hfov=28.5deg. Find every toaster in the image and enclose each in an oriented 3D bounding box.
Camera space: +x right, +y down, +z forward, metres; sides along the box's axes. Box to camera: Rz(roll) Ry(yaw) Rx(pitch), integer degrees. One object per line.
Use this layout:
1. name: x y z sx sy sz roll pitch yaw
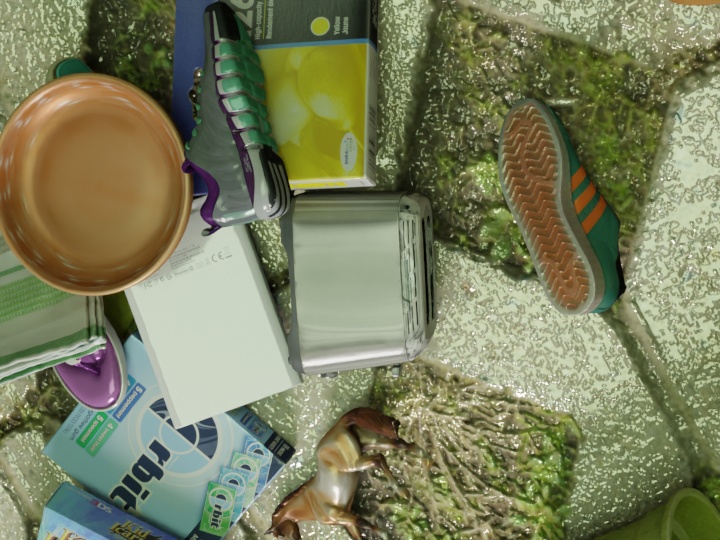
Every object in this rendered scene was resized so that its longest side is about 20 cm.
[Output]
1. toaster: 0.000 0.000 1.304 0.129 0.114 0.201 -2 96 10

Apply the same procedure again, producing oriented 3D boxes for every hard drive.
1. hard drive: -0.151 0.036 1.366 0.132 0.025 0.201 -20 92 4

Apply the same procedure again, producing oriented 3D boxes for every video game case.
1. video game case: -0.243 0.331 1.451 0.200 0.045 0.182 26 126 6

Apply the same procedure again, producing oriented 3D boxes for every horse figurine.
1. horse figurine: -0.008 0.206 1.383 0.132 0.050 0.201 29 118 23

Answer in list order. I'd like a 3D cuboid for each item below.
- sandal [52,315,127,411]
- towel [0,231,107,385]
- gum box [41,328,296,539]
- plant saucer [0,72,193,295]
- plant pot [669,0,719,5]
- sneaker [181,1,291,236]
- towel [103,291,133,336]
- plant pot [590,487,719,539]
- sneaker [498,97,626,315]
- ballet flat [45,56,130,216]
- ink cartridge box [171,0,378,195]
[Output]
1. sandal: -0.295 0.048 1.391 0.082 0.050 0.203 -29 81 26
2. towel: -0.321 -0.001 1.371 0.149 0.031 0.201 -19 70 20
3. gum box: -0.194 0.182 1.430 0.200 0.045 0.170 40 109 0
4. plant saucer: -0.241 -0.078 1.290 0.199 0.037 0.201 1 95 16
5. plant pot: 0.289 -0.303 1.126 0.199 0.200 0.140 -17 115 17
6. sneaker: -0.126 -0.132 1.224 0.087 0.074 0.201 -18 75 16
7. towel: -0.230 -0.036 1.398 0.086 0.018 0.200 31 109 5
8. plant pot: 0.242 0.317 1.297 0.184 0.200 0.201 -20 99 29
9. sneaker: 0.184 -0.057 1.274 0.071 0.080 0.201 -22 80 39
10. ballet flat: -0.241 -0.108 1.347 0.069 0.069 0.200 -31 85 18
11. ink cartridge box: -0.083 -0.169 1.278 0.199 0.047 0.198 -2 79 12
